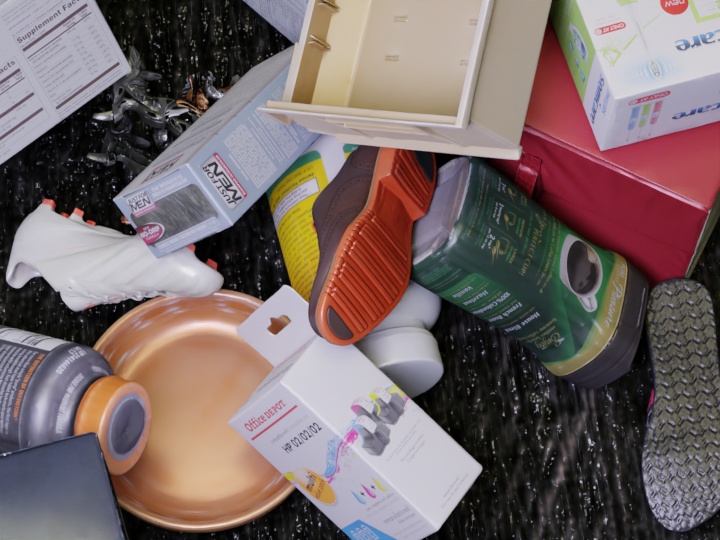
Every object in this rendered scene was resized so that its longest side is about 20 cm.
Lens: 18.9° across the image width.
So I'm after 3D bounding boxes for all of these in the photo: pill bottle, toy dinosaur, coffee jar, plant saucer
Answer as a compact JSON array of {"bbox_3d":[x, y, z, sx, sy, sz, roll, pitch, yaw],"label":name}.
[{"bbox_3d":[-0.256,0.099,1.627,0.199,0.106,0.107,12,64,27],"label":"pill bottle"},{"bbox_3d":[-0.140,-0.107,1.742,0.135,0.200,0.103,25,112,8],"label":"toy dinosaur"},{"bbox_3d":[0.131,0.005,1.661,0.199,0.085,0.105,33,50,-21],"label":"coffee jar"},{"bbox_3d":[0.000,0.000,1.695,0.112,0.113,0.201,-14,65,-6],"label":"pill bottle"},{"bbox_3d":[-0.124,0.111,1.687,0.199,0.038,0.201,0,64,1],"label":"plant saucer"}]

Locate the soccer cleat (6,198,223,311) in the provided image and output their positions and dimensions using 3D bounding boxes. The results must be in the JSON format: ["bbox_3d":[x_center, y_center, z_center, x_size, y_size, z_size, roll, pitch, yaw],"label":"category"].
[{"bbox_3d":[-0.194,0.002,1.708,0.199,0.069,0.078,15,74,32],"label":"soccer cleat"}]

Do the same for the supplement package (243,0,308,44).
[{"bbox_3d":[0.024,-0.267,1.799,0.200,0.147,0.191,42,73,18],"label":"supplement package"}]

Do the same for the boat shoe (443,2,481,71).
[{"bbox_3d":[0.059,-0.140,1.651,0.074,0.200,0.067,26,61,-21],"label":"boat shoe"}]

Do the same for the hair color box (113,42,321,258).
[{"bbox_3d":[-0.090,-0.099,1.662,0.061,0.099,0.200,54,48,-13],"label":"hair color box"}]

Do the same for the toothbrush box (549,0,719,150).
[{"bbox_3d":[0.219,-0.209,1.618,0.145,0.086,0.201,-14,68,-8],"label":"toothbrush box"}]

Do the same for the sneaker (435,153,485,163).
[{"bbox_3d":[0.126,-0.172,1.777,0.072,0.083,0.201,36,109,16],"label":"sneaker"}]

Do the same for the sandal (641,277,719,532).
[{"bbox_3d":[0.254,0.106,1.677,0.075,0.045,0.201,-1,70,7],"label":"sandal"}]

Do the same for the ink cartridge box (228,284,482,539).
[{"bbox_3d":[-0.020,0.115,1.601,0.200,0.115,0.068,44,59,-4],"label":"ink cartridge box"}]

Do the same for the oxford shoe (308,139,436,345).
[{"bbox_3d":[-0.004,-0.020,1.600,0.072,0.071,0.201,-10,39,35],"label":"oxford shoe"}]

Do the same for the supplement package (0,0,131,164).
[{"bbox_3d":[-0.309,-0.185,1.736,0.155,0.111,0.200,-38,34,-16],"label":"supplement package"}]

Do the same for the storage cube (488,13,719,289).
[{"bbox_3d":[0.215,-0.112,1.713,0.179,0.171,0.201,24,67,10],"label":"storage cube"}]

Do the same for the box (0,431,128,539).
[{"bbox_3d":[-0.212,0.251,1.536,0.123,0.197,0.201,-15,66,-6],"label":"box"}]

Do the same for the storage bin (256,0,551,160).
[{"bbox_3d":[0.036,-0.194,1.562,0.198,0.094,0.201,8,82,36],"label":"storage bin"}]
